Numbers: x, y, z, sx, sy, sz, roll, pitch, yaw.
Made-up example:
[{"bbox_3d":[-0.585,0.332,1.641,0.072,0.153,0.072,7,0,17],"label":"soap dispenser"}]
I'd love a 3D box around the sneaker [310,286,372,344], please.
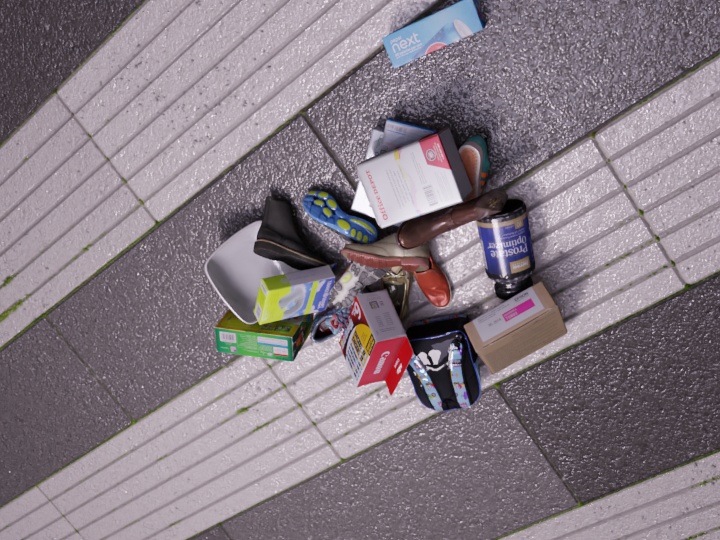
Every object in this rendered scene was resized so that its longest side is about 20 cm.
[{"bbox_3d":[-0.045,0.117,1.834,0.079,0.096,0.200,46,117,-8],"label":"sneaker"}]

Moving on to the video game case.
[{"bbox_3d":[0.105,-0.214,1.644,0.141,0.018,0.202,16,116,7],"label":"video game case"}]

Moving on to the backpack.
[{"bbox_3d":[0.200,0.222,1.789,0.180,0.135,0.202,-14,108,20],"label":"backpack"}]

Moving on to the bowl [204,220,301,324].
[{"bbox_3d":[-0.262,0.003,1.819,0.199,0.074,0.201,-39,105,-17],"label":"bowl"}]

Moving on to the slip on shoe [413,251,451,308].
[{"bbox_3d":[0.152,0.003,1.749,0.073,0.061,0.202,-19,108,20],"label":"slip on shoe"}]

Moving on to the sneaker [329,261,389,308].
[{"bbox_3d":[0.000,0.000,1.766,0.200,0.085,0.077,-41,102,19],"label":"sneaker"}]

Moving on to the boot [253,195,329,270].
[{"bbox_3d":[-0.150,-0.083,1.792,0.198,0.140,0.077,22,156,-35],"label":"boot"}]

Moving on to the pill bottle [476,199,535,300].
[{"bbox_3d":[0.320,-0.044,1.652,0.110,0.112,0.202,-8,111,19],"label":"pill bottle"}]

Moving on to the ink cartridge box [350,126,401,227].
[{"bbox_3d":[0.097,-0.196,1.687,0.198,0.041,0.202,21,117,6],"label":"ink cartridge box"}]

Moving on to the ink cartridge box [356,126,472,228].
[{"bbox_3d":[0.111,-0.192,1.580,0.198,0.083,0.147,-16,104,29],"label":"ink cartridge box"}]

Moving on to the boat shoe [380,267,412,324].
[{"bbox_3d":[0.081,0.044,1.784,0.072,0.063,0.203,7,114,13],"label":"boat shoe"}]

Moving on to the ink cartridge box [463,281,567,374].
[{"bbox_3d":[0.343,0.130,1.668,0.198,0.076,0.165,-30,146,7],"label":"ink cartridge box"}]

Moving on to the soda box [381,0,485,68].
[{"bbox_3d":[0.149,-0.483,1.534,0.198,0.064,0.068,-19,107,23],"label":"soda box"}]

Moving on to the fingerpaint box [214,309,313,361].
[{"bbox_3d":[-0.232,0.141,1.857,0.197,0.167,0.074,6,117,12],"label":"fingerpaint box"}]

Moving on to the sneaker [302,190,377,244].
[{"bbox_3d":[-0.052,-0.110,1.743,0.198,0.071,0.083,33,161,8],"label":"sneaker"}]

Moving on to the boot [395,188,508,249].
[{"bbox_3d":[0.188,-0.107,1.556,0.199,0.185,0.065,-10,107,58],"label":"boot"}]

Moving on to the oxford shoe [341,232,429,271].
[{"bbox_3d":[0.057,-0.046,1.684,0.197,0.071,0.075,8,75,-1],"label":"oxford shoe"}]

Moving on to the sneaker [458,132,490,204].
[{"bbox_3d":[0.244,-0.204,1.630,0.071,0.080,0.202,27,140,21],"label":"sneaker"}]

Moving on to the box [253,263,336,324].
[{"bbox_3d":[-0.145,0.054,1.774,0.048,0.198,0.123,57,145,33],"label":"box"}]

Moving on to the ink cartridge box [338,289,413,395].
[{"bbox_3d":[0.033,0.177,1.757,0.083,0.177,0.201,-9,145,-22],"label":"ink cartridge box"}]
